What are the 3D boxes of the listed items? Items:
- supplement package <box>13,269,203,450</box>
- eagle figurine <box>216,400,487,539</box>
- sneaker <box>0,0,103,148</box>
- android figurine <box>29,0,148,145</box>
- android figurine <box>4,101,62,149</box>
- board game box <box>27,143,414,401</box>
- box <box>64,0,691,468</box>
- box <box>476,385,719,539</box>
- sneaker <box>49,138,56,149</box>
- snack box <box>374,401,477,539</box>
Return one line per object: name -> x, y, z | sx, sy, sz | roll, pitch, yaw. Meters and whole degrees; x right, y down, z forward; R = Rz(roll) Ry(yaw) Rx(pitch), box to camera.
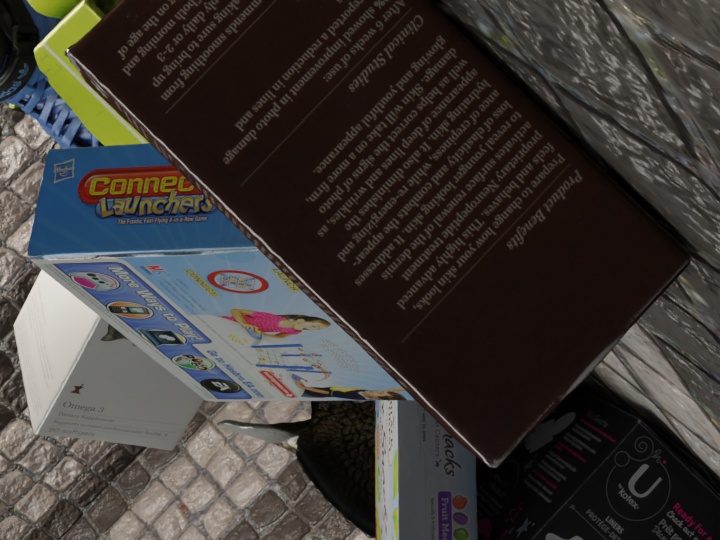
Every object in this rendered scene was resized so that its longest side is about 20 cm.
supplement package -> -0.160, 0.021, 1.330 | 0.117, 0.200, 0.117 | 10, -140, -29
eagle figurine -> 0.012, 0.136, 1.290 | 0.152, 0.151, 0.200 | -16, -105, -45
sneaker -> -0.179, -0.099, 1.019 | 0.200, 0.077, 0.111 | 58, -150, 0
android figurine -> -0.095, -0.088, 0.898 | 0.182, 0.041, 0.200 | 44, 163, -11
android figurine -> -0.167, -0.140, 1.112 | 0.182, 0.041, 0.200 | 50, 144, 6
board game box -> -0.022, 0.004, 0.859 | 0.195, 0.056, 0.200 | -2, 157, 20
box -> 0.006, -0.037, 0.629 | 0.200, 0.100, 0.075 | 45, 177, -1
box -> 0.152, 0.156, 1.127 | 0.132, 0.115, 0.200 | 43, 179, -10
sneaker -> -0.223, -0.137, 1.638 | 0.200, 0.140, 0.078 | 45, 176, -14
snack box -> 0.039, 0.102, 1.128 | 0.053, 0.201, 0.142 | 0, 169, -6
